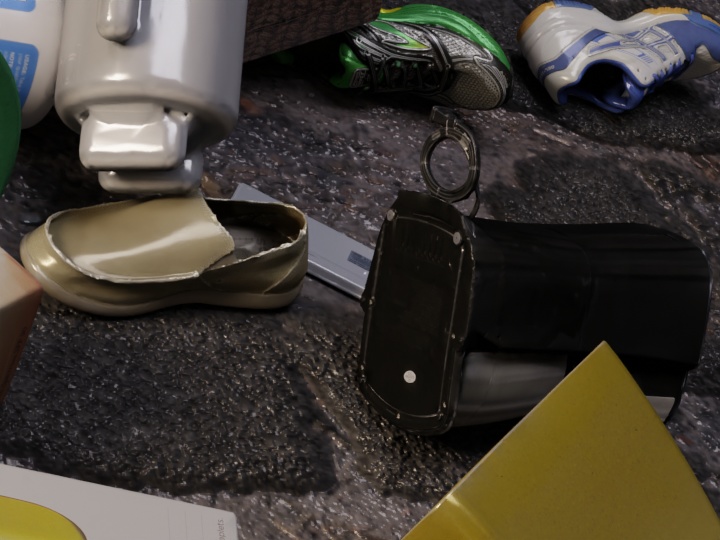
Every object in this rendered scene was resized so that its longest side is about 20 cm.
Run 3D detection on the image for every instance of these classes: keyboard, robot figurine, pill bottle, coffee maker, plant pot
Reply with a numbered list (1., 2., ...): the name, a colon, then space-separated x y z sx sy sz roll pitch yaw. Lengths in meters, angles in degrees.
1. keyboard: 0.000 0.000 1.471 0.199 0.011 0.056 27 29 -2
2. robot figurine: -0.127 -0.150 1.347 0.112 0.170 0.201 2 72 7
3. pill bottle: -0.252 -0.149 1.396 0.199 0.112 0.112 7 40 -29
4. coffee maker: 0.118 0.012 1.373 0.199 0.193 0.135 1 35 -35
5. plant pot: 0.092 0.193 1.141 0.176 0.200 0.200 46 37 5

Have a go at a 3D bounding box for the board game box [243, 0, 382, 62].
1. board game box: -0.091 -0.262 1.567 0.159 0.097 0.201 -18 70 -14

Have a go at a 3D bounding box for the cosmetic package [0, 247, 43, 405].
1. cosmetic package: -0.270 0.050 1.137 0.087 0.104 0.200 39 37 17

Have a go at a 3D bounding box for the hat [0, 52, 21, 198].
1. hat: -0.309 -0.108 1.289 0.165 0.201 0.176 28 3 -45

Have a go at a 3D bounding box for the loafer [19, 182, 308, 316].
1. loafer: -0.116 -0.019 1.360 0.199 0.068 0.076 -1 44 -35

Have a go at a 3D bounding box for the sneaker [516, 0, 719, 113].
1. sneaker: 0.222 -0.164 1.790 0.199 0.075 0.088 -2 55 -26

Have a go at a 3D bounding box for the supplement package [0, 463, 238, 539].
1. supplement package: -0.169 0.191 0.981 0.199 0.151 0.152 14 37 -19

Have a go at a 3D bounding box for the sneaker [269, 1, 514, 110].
1. sneaker: 0.018 -0.155 1.635 0.199 0.078 0.085 15 42 -3
